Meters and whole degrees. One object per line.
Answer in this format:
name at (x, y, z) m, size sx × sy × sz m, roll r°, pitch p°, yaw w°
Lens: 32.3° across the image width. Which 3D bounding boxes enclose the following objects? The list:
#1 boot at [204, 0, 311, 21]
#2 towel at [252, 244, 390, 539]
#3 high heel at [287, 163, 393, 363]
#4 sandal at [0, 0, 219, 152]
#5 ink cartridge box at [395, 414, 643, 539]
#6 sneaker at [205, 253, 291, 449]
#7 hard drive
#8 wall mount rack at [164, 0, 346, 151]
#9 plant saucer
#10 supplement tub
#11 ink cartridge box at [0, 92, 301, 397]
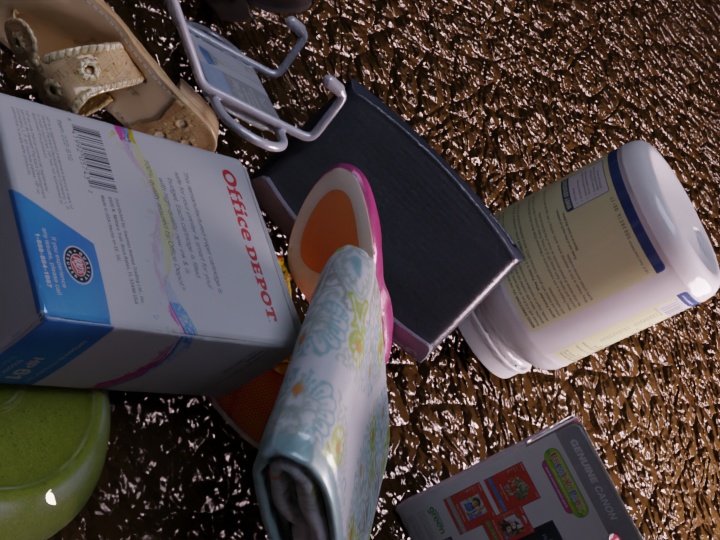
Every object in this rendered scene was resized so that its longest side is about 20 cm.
boot at (-0.133, -0.266, 1.000) m, size 0.070 × 0.200 × 0.146 m, roll -61°, pitch 149°, yaw -27°
towel at (-0.019, 0.112, 0.783) m, size 0.171 × 0.048 × 0.200 m, roll -77°, pitch 167°, yaw -45°
high heel at (0.000, 0.000, 0.886) m, size 0.096 × 0.067 × 0.200 m, roll -46°, pitch 142°, yaw -48°
sandal at (-0.181, -0.125, 0.848) m, size 0.212 × 0.078 × 0.070 m, roll 37°, pitch 37°, yaw -34°
ink cartridge box at (0.150, 0.216, 0.879) m, size 0.084 × 0.175 × 0.200 m, roll -14°, pitch 74°, yaw -53°
sneaker at (-0.077, 0.032, 0.845) m, size 0.073 × 0.077 × 0.200 m, roll -8°, pitch 70°, yaw -53°
hard drive at (0.022, -0.039, 0.968) m, size 0.200 × 0.135 × 0.042 m, roll 46°, pitch -4°, yaw -5°
wall mount rack at (-0.103, -0.177, 0.927) m, size 0.174 × 0.075 × 0.200 m, roll 26°, pitch 21°, yaw -32°
plant saucer at (-0.219, 0.060, 0.697) m, size 0.200 × 0.031 × 0.200 m, roll 29°, pitch 44°, yaw -33°
supplement tub at (0.183, -0.004, 1.050) m, size 0.145 × 0.200 × 0.145 m, roll 47°, pitch 27°, yaw -33°
ink cartridge box at (-0.145, -0.007, 0.741) m, size 0.200 × 0.085 × 0.145 m, roll 11°, pitch 52°, yaw -49°
